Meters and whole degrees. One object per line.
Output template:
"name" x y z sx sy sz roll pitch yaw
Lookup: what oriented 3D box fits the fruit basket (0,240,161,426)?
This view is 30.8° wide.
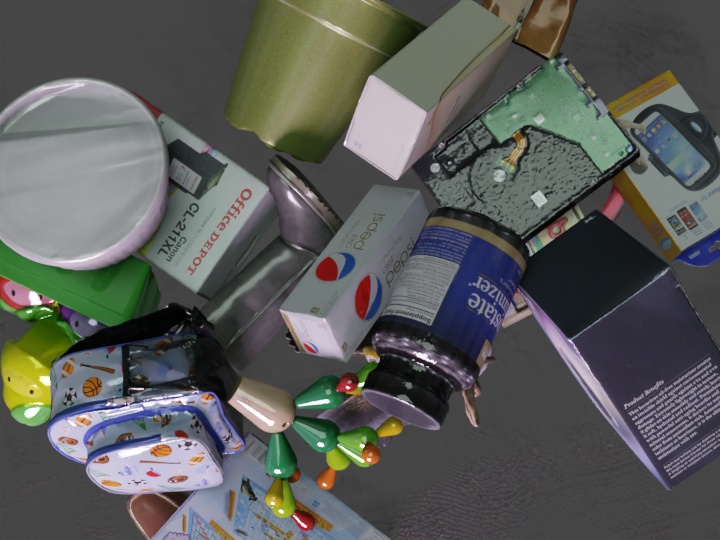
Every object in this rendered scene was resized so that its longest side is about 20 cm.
"fruit basket" -0.338 0.065 1.437 0.215 0.156 0.216 0 67 0

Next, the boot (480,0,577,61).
"boot" 0.250 -0.322 1.438 0.188 0.068 0.200 27 88 9

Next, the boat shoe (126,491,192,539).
"boat shoe" -0.175 0.304 1.414 0.200 0.072 0.076 39 89 10

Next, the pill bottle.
"pill bottle" 0.079 0.048 1.279 0.112 0.112 0.200 23 74 9

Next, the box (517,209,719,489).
"box" 0.265 0.072 1.287 0.123 0.200 0.199 -35 110 2

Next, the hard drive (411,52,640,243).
"hard drive" 0.173 -0.115 1.373 0.200 0.038 0.140 -39 77 8

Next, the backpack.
"backpack" -0.225 0.148 1.351 0.190 0.200 0.154 -3 55 8

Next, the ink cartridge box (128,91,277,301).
"ink cartridge box" -0.208 -0.082 1.460 0.200 0.083 0.146 34 88 11

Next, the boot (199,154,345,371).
"boot" -0.109 -0.005 1.411 0.200 0.073 0.182 -37 125 3

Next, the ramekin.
"ramekin" -0.292 -0.093 1.370 0.202 0.094 0.203 -1 74 3

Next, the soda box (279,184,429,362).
"soda box" 0.000 0.000 1.377 0.064 0.068 0.200 9 49 35

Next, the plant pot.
"plant pot" -0.055 -0.224 1.421 0.200 0.200 0.190 29 101 10

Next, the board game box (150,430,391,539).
"board game box" -0.103 0.300 1.370 0.200 0.041 0.200 36 54 11

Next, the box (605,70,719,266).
"box" 0.336 -0.104 1.394 0.119 0.041 0.200 -30 76 -17

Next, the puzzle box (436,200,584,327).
"puzzle box" 0.166 -0.056 1.404 0.133 0.025 0.200 -28 78 4

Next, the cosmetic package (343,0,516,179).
"cosmetic package" 0.075 -0.194 1.375 0.073 0.104 0.200 35 49 10

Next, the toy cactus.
"toy cactus" -0.059 0.166 1.325 0.165 0.102 0.200 30 117 -11

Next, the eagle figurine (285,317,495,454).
"eagle figurine" 0.032 0.101 1.402 0.200 0.151 0.152 -19 35 34

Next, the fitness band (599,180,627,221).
"fitness band" 0.208 -0.080 1.432 0.144 0.037 0.200 35 88 13
